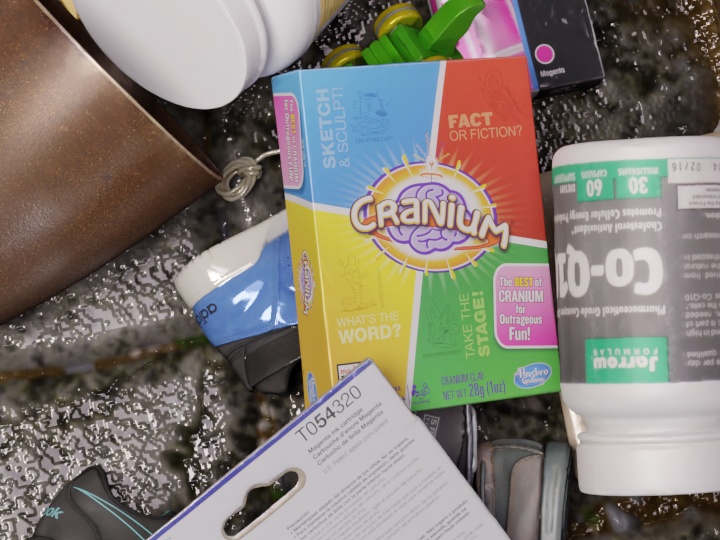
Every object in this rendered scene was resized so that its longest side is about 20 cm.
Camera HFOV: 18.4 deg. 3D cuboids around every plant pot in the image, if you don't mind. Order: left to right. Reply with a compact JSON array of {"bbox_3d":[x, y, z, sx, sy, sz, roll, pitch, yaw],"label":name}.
[{"bbox_3d":[-0.214,-0.049,1.271,0.200,0.187,0.187,-45,91,2],"label":"plant pot"}]

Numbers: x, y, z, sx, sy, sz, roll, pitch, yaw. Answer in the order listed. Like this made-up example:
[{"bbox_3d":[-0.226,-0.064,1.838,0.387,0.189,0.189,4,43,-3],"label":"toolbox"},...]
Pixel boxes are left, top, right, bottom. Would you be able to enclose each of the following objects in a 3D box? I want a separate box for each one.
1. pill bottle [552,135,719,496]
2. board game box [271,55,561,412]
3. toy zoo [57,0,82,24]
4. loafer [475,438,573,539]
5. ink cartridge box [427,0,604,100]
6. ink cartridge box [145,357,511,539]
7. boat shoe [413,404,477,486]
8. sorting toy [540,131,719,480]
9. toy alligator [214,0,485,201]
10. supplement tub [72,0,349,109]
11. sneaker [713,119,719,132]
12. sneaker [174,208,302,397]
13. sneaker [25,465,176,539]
[{"bbox_3d":[0.170,0.026,1.282,0.113,0.113,0.201,-2,88,-10],"label":"pill bottle"},{"bbox_3d":[0.033,-0.020,1.287,0.153,0.040,0.201,-7,90,-26],"label":"board game box"},{"bbox_3d":[-0.137,-0.234,1.377,0.200,0.020,0.131,-21,86,-12],"label":"toy zoo"},{"bbox_3d":[0.087,0.199,1.336,0.063,0.072,0.200,7,73,9],"label":"loafer"},{"bbox_3d":[0.084,-0.204,1.407,0.094,0.037,0.200,-12,82,-11],"label":"ink cartridge box"},{"bbox_3d":[-0.016,0.181,1.243,0.196,0.043,0.200,-38,104,-8],"label":"ink cartridge box"},{"bbox_3d":[0.033,0.159,1.324,0.072,0.068,0.200,15,79,-8],"label":"boat shoe"},{"bbox_3d":[0.198,0.019,1.347,0.185,0.036,0.200,-12,81,21],"label":"sorting toy"},{"bbox_3d":[0.001,-0.100,1.365,0.200,0.054,0.059,-38,59,8],"label":"toy alligator"},{"bbox_3d":[-0.061,-0.202,1.277,0.145,0.145,0.200,41,58,-2],"label":"supplement tub"},{"bbox_3d":[0.268,-0.019,1.399,0.087,0.076,0.201,3,88,-21],"label":"sneaker"},{"bbox_3d":[0.000,0.000,1.336,0.200,0.077,0.111,-31,82,-9],"label":"sneaker"},{"bbox_3d":[-0.100,0.188,1.293,0.200,0.075,0.079,32,65,-11],"label":"sneaker"}]
